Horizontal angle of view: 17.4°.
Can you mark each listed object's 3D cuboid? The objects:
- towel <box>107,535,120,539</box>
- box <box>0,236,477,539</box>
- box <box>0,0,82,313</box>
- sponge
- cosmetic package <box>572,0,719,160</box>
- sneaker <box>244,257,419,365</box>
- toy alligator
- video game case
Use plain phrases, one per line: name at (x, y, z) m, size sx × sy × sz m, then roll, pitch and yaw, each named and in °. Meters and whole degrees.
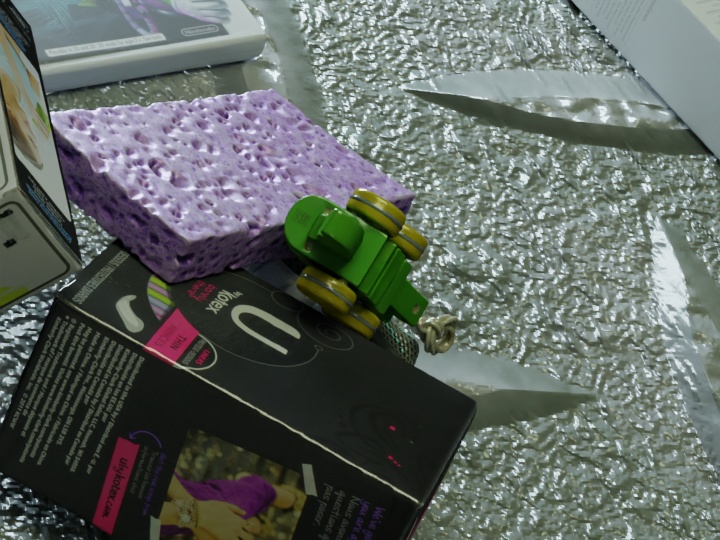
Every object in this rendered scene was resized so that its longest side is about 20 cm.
towel at (-0.061, 0.209, 1.106) m, size 0.200 × 0.031 × 0.149 m, roll 31°, pitch 39°, yaw 10°
box at (-0.061, 0.079, 1.157) m, size 0.200 × 0.106 × 0.122 m, roll 29°, pitch 26°, yaw 3°
box at (-0.209, -0.054, 1.129) m, size 0.116 × 0.060 × 0.200 m, roll -28°, pitch 41°, yaw 7°
sponge at (-0.070, -0.048, 1.228) m, size 0.112 × 0.030 × 0.200 m, roll 39°, pitch 28°, yaw 24°
cosmetic package at (0.232, -0.170, 1.597) m, size 0.101 × 0.071 × 0.200 m, roll -16°, pitch 56°, yaw -38°
sneaker at (-0.043, 0.003, 1.300) m, size 0.091 × 0.078 × 0.200 m, roll -5°, pitch 51°, yaw -52°
toy alligator at (0.000, 0.000, 1.214) m, size 0.054 × 0.200 × 0.059 m, roll 29°, pitch 83°, yaw 24°
video game case at (-0.183, -0.184, 1.444) m, size 0.200 × 0.023 × 0.182 m, roll -14°, pitch 54°, yaw -36°
